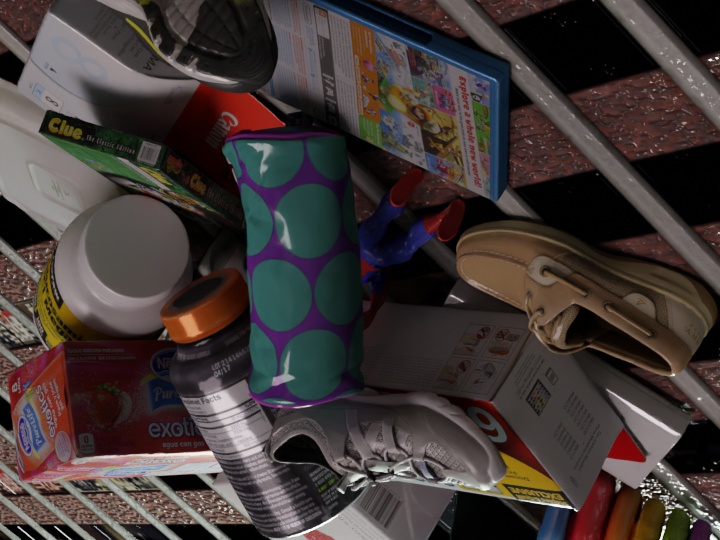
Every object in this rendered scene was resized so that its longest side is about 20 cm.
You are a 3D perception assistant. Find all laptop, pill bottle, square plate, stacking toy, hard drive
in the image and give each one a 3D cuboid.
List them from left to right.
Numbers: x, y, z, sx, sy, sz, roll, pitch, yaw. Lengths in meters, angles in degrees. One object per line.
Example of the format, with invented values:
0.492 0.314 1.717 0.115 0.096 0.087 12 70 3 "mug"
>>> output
-0.248 -0.078 1.809 0.197 0.029 0.200 26 155 18 "square plate"
-0.199 0.009 1.733 0.112 0.113 0.200 35 157 -4 "pill bottle"
-0.079 0.099 1.656 0.106 0.106 0.201 -4 120 54 "pill bottle"
0.116 0.273 1.914 0.177 0.104 0.200 41 155 -15 "laptop"
0.145 0.087 1.626 0.199 0.026 0.132 32 156 5 "hard drive"
0.242 0.227 1.697 0.199 0.110 0.117 15 141 12 "stacking toy"

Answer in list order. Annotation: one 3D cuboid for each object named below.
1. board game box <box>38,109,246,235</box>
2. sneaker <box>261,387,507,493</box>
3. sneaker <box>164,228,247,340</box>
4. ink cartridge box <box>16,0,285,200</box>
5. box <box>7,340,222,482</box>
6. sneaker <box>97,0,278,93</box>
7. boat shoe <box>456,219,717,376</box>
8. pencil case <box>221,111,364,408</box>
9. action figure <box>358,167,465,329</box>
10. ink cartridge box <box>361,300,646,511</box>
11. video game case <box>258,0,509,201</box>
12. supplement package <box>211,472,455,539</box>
-0.155 -0.071 1.619 0.104 0.024 0.200 20 173 21 "board game box"
0.017 0.133 1.532 0.199 0.082 0.075 10 144 40 "sneaker"
-0.111 0.045 1.806 0.088 0.074 0.200 30 153 -1 "sneaker"
-0.156 -0.119 1.592 0.200 0.047 0.160 37 156 -4 "ink cartridge box"
-0.173 0.112 1.723 0.199 0.096 0.099 1 163 -37 "box"
-0.105 -0.165 1.404 0.200 0.075 0.085 41 177 43 "sneaker"
0.142 0.019 1.456 0.199 0.065 0.071 15 150 35 "boat shoe"
-0.046 -0.005 1.498 0.092 0.085 0.202 3 105 28 "pencil case"
0.000 0.000 1.566 0.065 0.099 0.200 37 158 -6 "action figure"
0.088 0.113 1.608 0.199 0.084 0.176 3 142 47 "ink cartridge box"
0.007 -0.128 1.409 0.199 0.018 0.143 26 154 17 "video game case"
-0.016 0.173 1.871 0.121 0.120 0.200 41 155 -19 "supplement package"
